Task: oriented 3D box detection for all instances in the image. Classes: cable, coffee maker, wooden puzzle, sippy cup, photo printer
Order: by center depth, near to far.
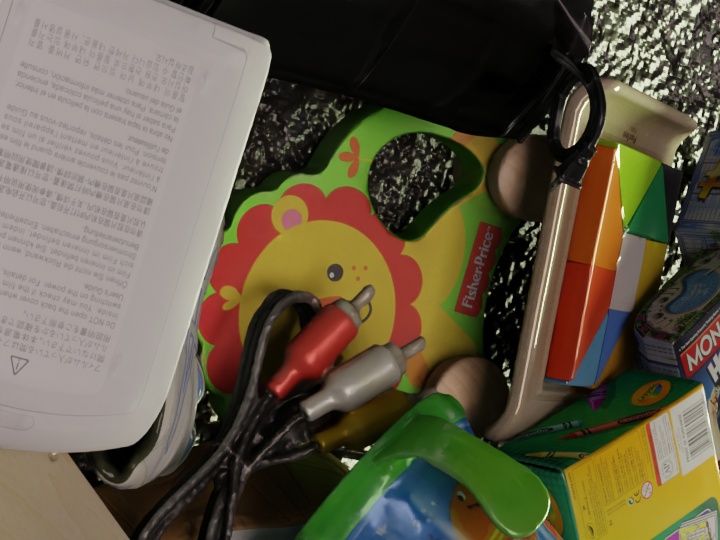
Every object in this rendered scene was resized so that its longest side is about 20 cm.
[{"bbox_3d":[-0.138,-0.027,0.872,0.165,0.069,0.202,17,89,-32],"label":"photo printer"},{"bbox_3d":[0.007,-0.146,1.019,0.199,0.192,0.136,11,109,-31],"label":"coffee maker"},{"bbox_3d":[-0.049,0.081,1.037,0.200,0.050,0.097,-41,104,-32],"label":"cable"},{"bbox_3d":[0.044,0.154,1.048,0.130,0.178,0.140,41,91,11],"label":"sippy cup"},{"bbox_3d":[0.138,0.002,1.164,0.185,0.037,0.202,9,97,-66],"label":"wooden puzzle"}]

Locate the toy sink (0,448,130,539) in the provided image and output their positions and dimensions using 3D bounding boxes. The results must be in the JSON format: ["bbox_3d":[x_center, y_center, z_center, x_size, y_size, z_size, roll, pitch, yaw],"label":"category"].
[{"bbox_3d":[-0.206,0.158,0.971,0.131,0.199,0.112,57,40,-18],"label":"toy sink"}]

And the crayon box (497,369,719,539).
[{"bbox_3d":[0.146,0.170,1.131,0.118,0.058,0.202,-26,111,-38],"label":"crayon box"}]

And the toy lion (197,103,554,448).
[{"bbox_3d":[0.000,0.000,1.122,0.191,0.069,0.202,18,89,-25],"label":"toy lion"}]

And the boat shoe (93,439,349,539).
[{"bbox_3d":[-0.089,0.141,1.090,0.199,0.071,0.070,-10,130,-38],"label":"boat shoe"}]

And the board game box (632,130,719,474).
[{"bbox_3d":[0.223,0.031,1.223,0.200,0.061,0.201,-38,119,-38],"label":"board game box"}]

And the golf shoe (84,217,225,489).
[{"bbox_3d":[-0.108,0.010,1.022,0.078,0.097,0.202,-1,98,2],"label":"golf shoe"}]
